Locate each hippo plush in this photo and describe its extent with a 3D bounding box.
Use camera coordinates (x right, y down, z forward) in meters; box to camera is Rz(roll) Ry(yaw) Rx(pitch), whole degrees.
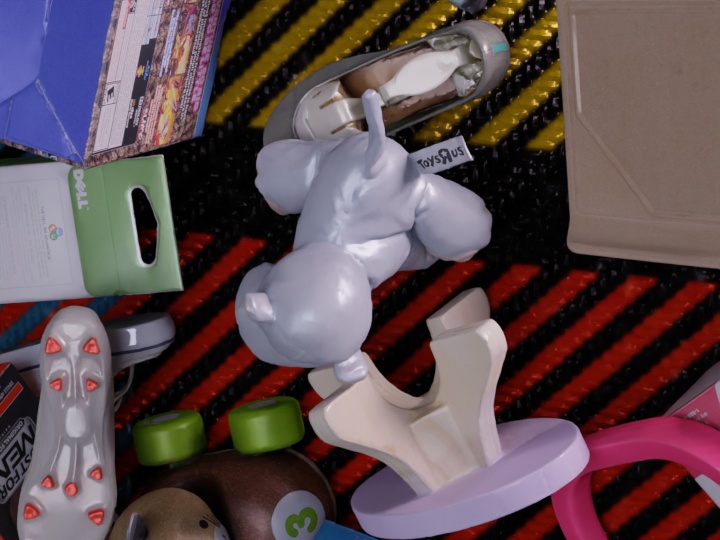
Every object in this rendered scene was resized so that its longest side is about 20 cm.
[{"bbox_3d":[0.000,0.000,1.374,0.159,0.200,0.161,26,72,-22],"label":"hippo plush"}]

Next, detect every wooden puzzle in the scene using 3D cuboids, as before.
[{"bbox_3d":[0.211,-0.106,1.353,0.185,0.037,0.201,7,102,45],"label":"wooden puzzle"}]

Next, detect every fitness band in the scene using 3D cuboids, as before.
[{"bbox_3d":[0.211,0.168,1.382,0.144,0.037,0.200,58,146,-6],"label":"fitness band"}]

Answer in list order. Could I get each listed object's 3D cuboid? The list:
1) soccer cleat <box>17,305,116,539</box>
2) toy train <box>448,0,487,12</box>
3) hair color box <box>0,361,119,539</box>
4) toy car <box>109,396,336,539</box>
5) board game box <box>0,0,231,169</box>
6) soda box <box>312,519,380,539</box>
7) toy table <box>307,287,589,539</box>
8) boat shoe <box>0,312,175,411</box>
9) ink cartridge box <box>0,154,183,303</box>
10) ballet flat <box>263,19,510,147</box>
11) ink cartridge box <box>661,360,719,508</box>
[{"bbox_3d":[-0.204,0.123,1.456,0.069,0.078,0.201,6,101,-2],"label":"soccer cleat"},{"bbox_3d":[0.077,-0.272,1.373,0.114,0.085,0.200,32,106,-3],"label":"toy train"},{"bbox_3d":[-0.249,0.177,1.504,0.061,0.102,0.200,-9,123,38],"label":"hair color box"},{"bbox_3d":[-0.115,0.198,1.454,0.157,0.200,0.165,-9,98,19],"label":"toy car"},{"bbox_3d":[-0.173,-0.169,1.403,0.097,0.200,0.160,17,104,15],"label":"board game box"},{"bbox_3d":[-0.037,0.281,1.433,0.068,0.064,0.200,13,66,49],"label":"soda box"},{"bbox_3d":[0.053,0.102,1.405,0.200,0.184,0.117,-20,103,36],"label":"toy table"},{"bbox_3d":[-0.219,0.091,1.534,0.201,0.075,0.086,-16,95,22],"label":"boat shoe"},{"bbox_3d":[-0.221,-0.033,1.519,0.199,0.059,0.104,-4,99,18],"label":"ink cartridge box"},{"bbox_3d":[0.009,-0.123,1.427,0.200,0.064,0.068,-23,93,20],"label":"ballet flat"},{"bbox_3d":[0.315,0.131,1.339,0.200,0.084,0.145,49,139,3],"label":"ink cartridge box"}]
